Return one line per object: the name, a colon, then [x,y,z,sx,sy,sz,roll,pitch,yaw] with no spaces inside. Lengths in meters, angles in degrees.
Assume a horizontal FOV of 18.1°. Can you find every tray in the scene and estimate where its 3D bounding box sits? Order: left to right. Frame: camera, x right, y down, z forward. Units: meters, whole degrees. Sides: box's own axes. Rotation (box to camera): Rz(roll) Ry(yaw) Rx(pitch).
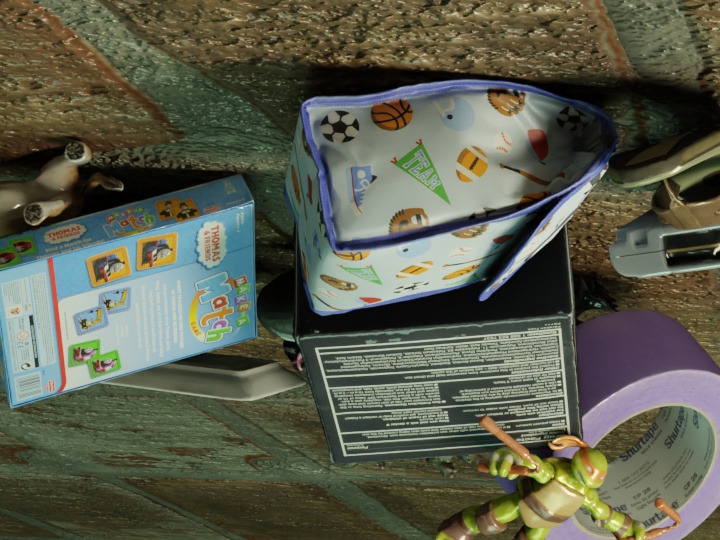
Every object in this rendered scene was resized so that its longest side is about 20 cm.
tray: [-0.155,0.084,1.927,0.198,0.022,0.107,5,-173,25]

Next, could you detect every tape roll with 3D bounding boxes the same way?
tape roll: [0.208,0.137,1.822,0.199,0.201,0.085,15,-155,-37]

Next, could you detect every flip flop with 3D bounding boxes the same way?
flip flop: [0.215,-0.053,1.442,0.080,0.058,0.200,-14,171,19]

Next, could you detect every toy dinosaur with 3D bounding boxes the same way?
toy dinosaur: [0.056,0.187,2.523,0.198,0.078,0.102,6,155,16]

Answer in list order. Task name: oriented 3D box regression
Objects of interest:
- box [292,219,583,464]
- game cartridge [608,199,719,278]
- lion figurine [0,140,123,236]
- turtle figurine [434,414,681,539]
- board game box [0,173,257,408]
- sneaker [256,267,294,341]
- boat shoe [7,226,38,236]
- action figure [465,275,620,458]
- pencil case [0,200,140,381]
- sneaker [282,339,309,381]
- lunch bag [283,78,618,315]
box: [0.060,0.041,1.672,0.198,0.124,0.199,-4,147,5]
game cartridge: [0.279,-0.034,1.509,0.198,0.041,0.133,-8,-168,28]
lion figurine: [-0.264,-0.049,1.664,0.198,0.073,0.123,-1,173,3]
turtle figurine: [0.130,0.172,1.713,0.199,0.065,0.161,27,130,-28]
board game box: [-0.175,0.016,1.679,0.198,0.037,0.152,-15,139,-15]
sneaker: [0.000,0.000,1.793,0.198,0.076,0.116,-10,158,13]
boat shoe: [-0.331,-0.023,1.798,0.198,0.075,0.068,8,172,22]
action figure: [0.131,0.095,1.884,0.199,0.119,0.102,-35,128,20]
pencil case: [-0.229,0.020,1.794,0.199,0.090,0.078,-25,173,34]
sneaker: [-0.024,0.080,1.902,0.095,0.080,0.200,20,180,4]
lunch bag: [0.060,-0.048,1.472,0.198,0.125,0.170,-11,167,-10]
